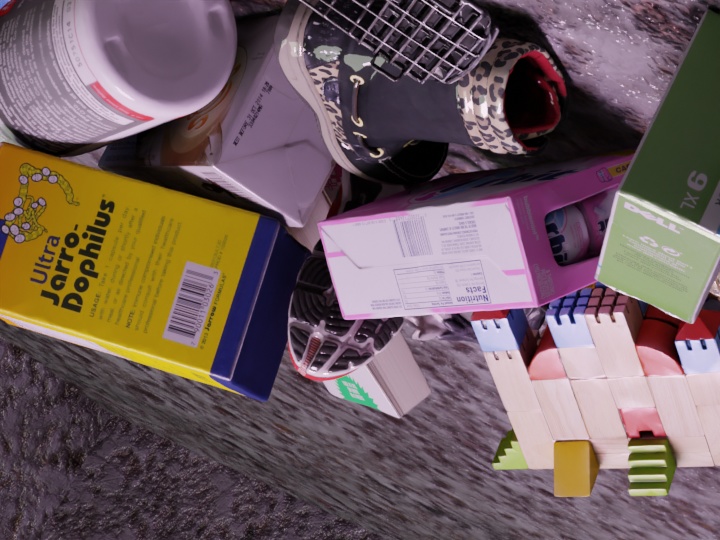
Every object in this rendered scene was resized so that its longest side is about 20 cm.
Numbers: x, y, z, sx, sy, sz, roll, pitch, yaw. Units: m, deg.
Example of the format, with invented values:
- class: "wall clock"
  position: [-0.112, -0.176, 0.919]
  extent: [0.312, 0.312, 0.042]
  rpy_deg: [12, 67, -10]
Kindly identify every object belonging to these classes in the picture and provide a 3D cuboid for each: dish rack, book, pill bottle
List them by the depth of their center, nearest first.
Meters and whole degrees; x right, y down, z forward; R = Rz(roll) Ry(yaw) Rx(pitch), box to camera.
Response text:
- class: "dish rack"
  position: [-0.016, -0.171, 0.952]
  extent: [0.200, 0.055, 0.153]
  rpy_deg: [35, 168, -4]
- class: "pill bottle"
  position: [-0.179, -0.137, 1.237]
  extent: [0.114, 0.114, 0.200]
  rpy_deg: [36, 152, -28]
- class: "book"
  position: [-0.035, 0.009, 1.396]
  extent: [0.200, 0.048, 0.133]
  rpy_deg: [59, 161, -17]

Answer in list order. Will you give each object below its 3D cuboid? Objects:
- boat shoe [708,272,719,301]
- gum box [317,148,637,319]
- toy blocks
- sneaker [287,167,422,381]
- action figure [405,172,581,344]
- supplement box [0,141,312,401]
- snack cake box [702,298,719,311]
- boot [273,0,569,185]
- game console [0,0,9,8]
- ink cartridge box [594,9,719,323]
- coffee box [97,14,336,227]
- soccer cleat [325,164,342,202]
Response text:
- class: "boat shoe"
  position: [0.234, 0.001, 1.086]
  extent: [0.073, 0.063, 0.201]
  rpy_deg: [33, 166, -17]
- class: "gum box"
  position: [0.081, -0.021, 1.138]
  extent: [0.200, 0.113, 0.066]
  rpy_deg: [-5, 103, 54]
- class: "toy blocks"
  position: [0.160, 0.055, 1.177]
  extent: [0.199, 0.100, 0.137]
  rpy_deg: [-4, 126, 28]
- class: "sneaker"
  position: [0.000, 0.000, 1.273]
  extent: [0.077, 0.200, 0.085]
  rpy_deg: [22, 144, -2]
- class: "action figure"
  position: [0.074, 0.000, 1.309]
  extent: [0.102, 0.119, 0.200]
  rpy_deg: [20, 180, -31]
- class: "supplement box"
  position: [-0.148, 0.002, 1.253]
  extent: [0.199, 0.110, 0.109]
  rpy_deg: [16, 173, 12]
- class: "snack cake box"
  position: [0.221, 0.057, 1.322]
  extent: [0.115, 0.067, 0.200]
  rpy_deg: [25, 167, 11]
- class: "boot"
  position: [0.050, -0.090, 1.115]
  extent: [0.153, 0.074, 0.204]
  rpy_deg: [18, 165, 29]
- class: "game console"
  position: [-0.259, -0.173, 1.349]
  extent: [0.200, 0.119, 0.172]
  rpy_deg: [33, 167, -19]
- class: "ink cartridge box"
  position: [0.167, -0.055, 0.924]
  extent: [0.059, 0.104, 0.200]
  rpy_deg: [26, 167, 10]
- class: "coffee box"
  position: [-0.087, -0.099, 1.278]
  extent: [0.080, 0.115, 0.200]
  rpy_deg: [33, 168, -26]
- class: "soccer cleat"
  position: [-0.025, -0.041, 1.424]
  extent: [0.200, 0.087, 0.070]
  rpy_deg: [36, 166, -26]
